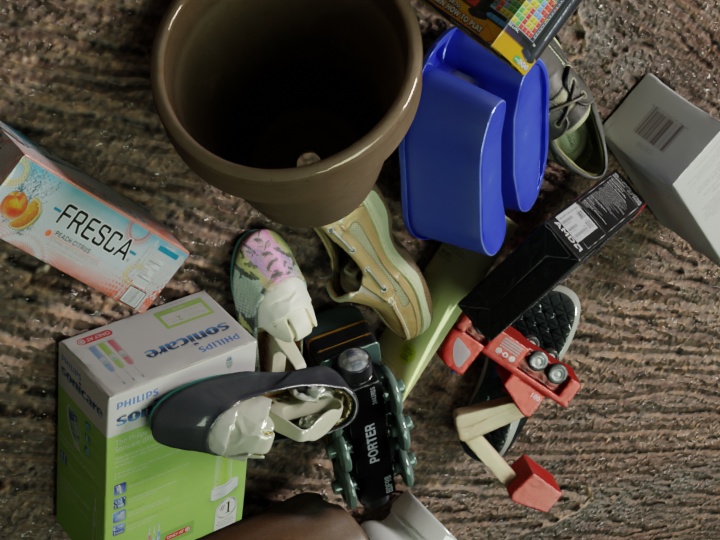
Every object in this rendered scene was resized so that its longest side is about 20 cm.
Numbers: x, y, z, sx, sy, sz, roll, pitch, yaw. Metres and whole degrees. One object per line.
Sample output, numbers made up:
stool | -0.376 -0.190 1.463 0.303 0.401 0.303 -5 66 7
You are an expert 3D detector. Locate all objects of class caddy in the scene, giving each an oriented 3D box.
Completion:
caddy | 0.088 -0.111 1.561 0.142 0.104 0.201 -50 149 -39

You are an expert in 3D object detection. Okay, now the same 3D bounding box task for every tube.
tube | 0.071 0.027 1.687 0.201 0.052 0.058 -57 177 5

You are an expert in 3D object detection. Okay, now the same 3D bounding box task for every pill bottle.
pill bottle | 0.011 0.326 1.841 0.200 0.116 0.116 -46 142 -4

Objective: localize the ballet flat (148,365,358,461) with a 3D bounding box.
ballet flat | -0.077 0.118 1.485 0.199 0.073 0.074 -7 126 -45

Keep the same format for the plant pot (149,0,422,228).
plant pot | -0.047 -0.121 1.376 0.200 0.200 0.175 -40 159 -11

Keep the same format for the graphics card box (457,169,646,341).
graphics card box | 0.178 -0.016 1.677 0.125 0.051 0.200 -44 176 31

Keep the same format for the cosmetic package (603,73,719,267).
cosmetic package | 0.326 -0.091 1.797 0.081 0.113 0.200 -48 143 0

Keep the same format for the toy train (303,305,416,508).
toy train | -0.005 0.127 1.658 0.084 0.114 0.201 -19 137 -9

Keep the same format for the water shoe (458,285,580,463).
water shoe | 0.160 0.099 1.850 0.201 0.071 0.079 -60 167 13

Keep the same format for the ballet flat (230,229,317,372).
ballet flat | -0.070 0.056 1.571 0.069 0.071 0.202 -24 135 -27

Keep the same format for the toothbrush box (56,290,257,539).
toothbrush box | -0.173 0.138 1.528 0.145 0.086 0.202 -21 135 -32

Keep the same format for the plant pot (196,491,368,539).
plant pot | -0.092 0.314 1.681 0.197 0.200 0.202 -24 136 -37

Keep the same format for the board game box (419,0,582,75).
board game box | 0.099 -0.264 1.361 0.166 0.200 0.057 -53 140 6

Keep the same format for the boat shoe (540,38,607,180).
boat shoe | 0.180 -0.150 1.641 0.072 0.066 0.201 -45 143 -7

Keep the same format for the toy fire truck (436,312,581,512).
toy fire truck | 0.138 0.131 1.780 0.199 0.049 0.142 33 102 -16

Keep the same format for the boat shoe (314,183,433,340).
boat shoe | 0.000 0.000 1.590 0.076 0.071 0.201 -48 133 -21

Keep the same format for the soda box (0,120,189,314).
soda box | -0.217 -0.040 1.350 0.064 0.068 0.200 -51 143 3
